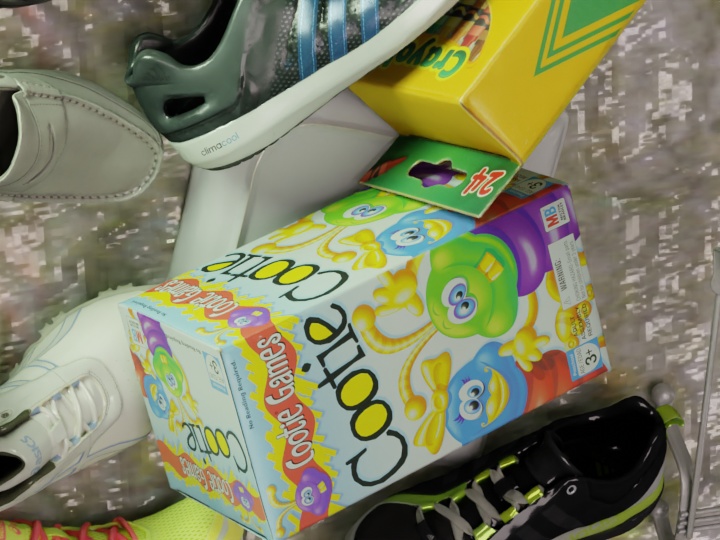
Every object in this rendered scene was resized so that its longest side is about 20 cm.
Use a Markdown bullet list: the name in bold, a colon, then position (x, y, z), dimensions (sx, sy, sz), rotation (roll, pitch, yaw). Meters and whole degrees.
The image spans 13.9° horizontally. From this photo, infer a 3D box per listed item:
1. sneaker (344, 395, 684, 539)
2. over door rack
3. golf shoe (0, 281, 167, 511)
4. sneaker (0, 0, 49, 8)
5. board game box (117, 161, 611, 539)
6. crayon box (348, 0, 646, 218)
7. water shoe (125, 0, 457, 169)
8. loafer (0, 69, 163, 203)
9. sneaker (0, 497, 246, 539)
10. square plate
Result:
- **sneaker**: position (0.078, 0.111, 1.525), dimensions (0.199, 0.072, 0.083), rotation (-22, 148, -26)
- **over door rack**: position (0.237, 0.054, 1.578), dimensions (0.147, 0.067, 0.201), rotation (-7, 129, -20)
- **golf shoe**: position (-0.149, 0.077, 1.418), dimensions (0.200, 0.097, 0.079), rotation (-31, 107, -8)
- **sneaker**: position (-0.100, -0.171, 1.370), dimensions (0.200, 0.091, 0.076), rotation (-31, 113, -11)
- **board game box**: position (0.003, 0.031, 1.414), dimensions (0.199, 0.105, 0.103), rotation (-26, 114, -25)
- **crayon box**: position (0.072, -0.124, 1.415), dimensions (0.051, 0.127, 0.200), rotation (42, 78, -27)
- **water shoe**: position (-0.021, -0.131, 1.386), dimensions (0.200, 0.072, 0.079), rotation (-40, 113, 4)
- **loafer**: position (-0.171, -0.060, 1.371), dimensions (0.199, 0.070, 0.070), rotation (8, 113, -39)
- **sneaker**: position (-0.150, 0.154, 1.459), dimensions (0.199, 0.078, 0.091), rotation (-28, 112, -11)
- **square plate**: position (0.000, 0.000, 1.498), dimensions (0.197, 0.028, 0.201), rotation (9, 103, -23)
